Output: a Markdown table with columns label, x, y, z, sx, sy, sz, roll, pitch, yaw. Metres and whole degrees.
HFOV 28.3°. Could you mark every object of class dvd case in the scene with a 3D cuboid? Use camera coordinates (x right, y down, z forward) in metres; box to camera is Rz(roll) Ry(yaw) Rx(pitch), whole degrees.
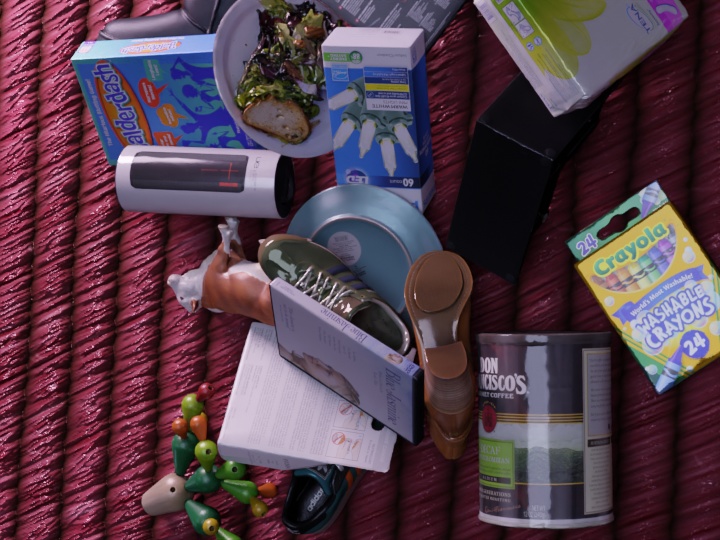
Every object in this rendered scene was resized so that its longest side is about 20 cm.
| label | x | y | z | sx | sy | sz | roll | pitch | yaw |
| --- | --- | --- | --- | --- | --- | --- | --- | --- | --- |
| dvd case | -0.014 | 0.100 | 1.541 | 0.200 | 0.143 | 0.018 | 31 | 60 | 23 |

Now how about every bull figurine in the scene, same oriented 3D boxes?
| label | x | y | z | sx | sy | sz | roll | pitch | yaw |
| --- | --- | --- | --- | --- | --- | --- | --- | --- | --- |
| bull figurine | -0.134 | 0.008 | 1.652 | 0.200 | 0.065 | 0.122 | 16 | 112 | 29 |

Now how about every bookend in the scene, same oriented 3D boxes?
| label | x | y | z | sx | sy | sz | roll | pitch | yaw |
| --- | --- | --- | --- | --- | --- | --- | --- | --- | --- |
| bookend | 0.194 | -0.126 | 1.549 | 0.092 | 0.199 | 0.200 | 30 | 142 | 16 |

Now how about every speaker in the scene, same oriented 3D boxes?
| label | x | y | z | sx | sy | sz | roll | pitch | yaw |
| --- | --- | --- | --- | --- | --- | --- | --- | --- | --- |
| speaker | -0.179 | -0.103 | 1.663 | 0.200 | 0.081 | 0.081 | 4 | 90 | 15 |

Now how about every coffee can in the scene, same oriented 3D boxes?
| label | x | y | z | sx | sy | sz | roll | pitch | yaw |
| --- | --- | --- | --- | --- | --- | --- | --- | --- | --- |
| coffee can | 0.198 | 0.165 | 1.526 | 0.146 | 0.146 | 0.201 | -1 | 89 | 18 |

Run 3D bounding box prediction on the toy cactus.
| label | x | y | z | sx | sy | sz | roll | pitch | yaw |
| --- | --- | --- | --- | --- | --- | --- | --- | --- | --- |
| toy cactus | -0.191 | 0.247 | 1.692 | 0.165 | 0.102 | 0.200 | -27 | 83 | 34 |

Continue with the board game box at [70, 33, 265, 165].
| label | x | y | z | sx | sy | sz | roll | pitch | yaw |
| --- | --- | --- | --- | --- | --- | --- | --- | --- | --- |
| board game box | -0.223 | -0.199 | 1.679 | 0.200 | 0.045 | 0.152 | -1 | 129 | 19 |

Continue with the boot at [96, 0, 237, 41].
| label | x | y | z | sx | sy | sz | roll | pitch | yaw |
| --- | --- | --- | --- | --- | --- | --- | --- | --- | --- |
| boot | -0.202 | -0.321 | 1.699 | 0.200 | 0.076 | 0.168 | 16 | 97 | 11 |

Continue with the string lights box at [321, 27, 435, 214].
| label | x | y | z | sx | sy | sz | roll | pitch | yaw |
| --- | --- | --- | --- | --- | --- | --- | --- | --- | --- |
| string lights box | 0.023 | -0.166 | 1.588 | 0.103 | 0.059 | 0.200 | 4 | 121 | 18 |

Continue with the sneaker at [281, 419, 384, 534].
| label | x | y | z | sx | sy | sz | roll | pitch | yaw |
| --- | --- | --- | --- | --- | --- | --- | --- | --- | --- |
| sneaker | -0.028 | 0.215 | 1.630 | 0.071 | 0.080 | 0.200 | 27 | 94 | 17 |

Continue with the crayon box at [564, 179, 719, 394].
| label | x | y | z | sx | sy | sz | roll | pitch | yaw |
| --- | --- | --- | --- | --- | --- | --- | --- | --- | --- |
| crayon box | 0.321 | 0.017 | 1.539 | 0.126 | 0.052 | 0.200 | -35 | 78 | 14 |

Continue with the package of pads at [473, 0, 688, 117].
| label | x | y | z | sx | sy | sz | roll | pitch | yaw |
| --- | --- | --- | --- | --- | --- | --- | --- | --- | --- |
| package of pads | 0.229 | -0.264 | 1.461 | 0.155 | 0.200 | 0.068 | 54 | 148 | -3 |

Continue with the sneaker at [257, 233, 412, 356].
| label | x | y | z | sx | sy | sz | roll | pitch | yaw |
| --- | --- | --- | --- | --- | --- | --- | --- | --- | --- |
| sneaker | -0.021 | 0.031 | 1.551 | 0.200 | 0.090 | 0.067 | 37 | 93 | -13 |

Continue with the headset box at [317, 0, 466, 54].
| label | x | y | z | sx | sy | sz | roll | pitch | yaw |
| --- | --- | --- | --- | --- | --- | --- | --- | --- | --- |
| headset box | 0.024 | -0.341 | 1.601 | 0.200 | 0.075 | 0.149 | 37 | 98 | -2 |

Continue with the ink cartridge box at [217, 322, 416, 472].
| label | x | y | z | sx | sy | sz | roll | pitch | yaw |
| --- | --- | --- | --- | --- | --- | --- | --- | --- | --- |
| ink cartridge box | -0.048 | 0.151 | 1.625 | 0.200 | 0.050 | 0.161 | 9 | 61 | 10 |

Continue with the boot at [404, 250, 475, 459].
| label | x | y | z | sx | sy | sz | roll | pitch | yaw |
| --- | --- | --- | --- | --- | --- | --- | --- | --- | --- |
| boot | 0.095 | 0.092 | 1.562 | 0.077 | 0.155 | 0.200 | -9 | 49 | -2 |

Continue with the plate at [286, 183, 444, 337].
| label | x | y | z | sx | sy | sz | roll | pitch | yaw |
| --- | --- | --- | --- | --- | --- | --- | --- | --- | --- |
| plate | 0.000 | 0.000 | 1.623 | 0.200 | 0.026 | 0.201 | 7 | 112 | 19 |

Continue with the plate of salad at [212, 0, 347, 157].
| label | x | y | z | sx | sy | sz | roll | pitch | yaw |
| --- | --- | --- | --- | --- | --- | --- | --- | --- | --- |
| plate of salad | -0.073 | -0.227 | 1.610 | 0.048 | 0.200 | 0.201 | -19 | 81 | 57 |
